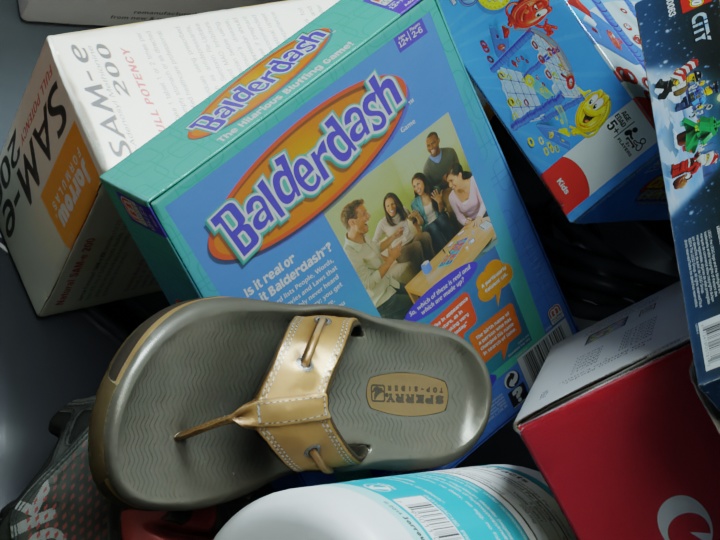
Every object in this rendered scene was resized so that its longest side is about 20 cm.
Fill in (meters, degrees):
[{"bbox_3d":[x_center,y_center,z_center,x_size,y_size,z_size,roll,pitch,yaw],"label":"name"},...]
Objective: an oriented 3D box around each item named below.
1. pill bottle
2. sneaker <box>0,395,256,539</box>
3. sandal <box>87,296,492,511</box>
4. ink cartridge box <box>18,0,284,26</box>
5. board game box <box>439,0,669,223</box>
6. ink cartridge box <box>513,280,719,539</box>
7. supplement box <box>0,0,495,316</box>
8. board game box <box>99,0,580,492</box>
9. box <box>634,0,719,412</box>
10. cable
[{"bbox_3d":[0.033,0.137,0.849,0.200,0.111,0.111,2,57,-53],"label":"pill bottle"},{"bbox_3d":[-0.105,0.138,0.837,0.098,0.071,0.201,4,76,27],"label":"sneaker"},{"bbox_3d":[-0.015,0.053,0.812,0.200,0.055,0.082,5,87,-40],"label":"sandal"},{"bbox_3d":[-0.079,-0.231,0.990,0.146,0.200,0.147,-1,61,-24],"label":"ink cartridge box"},{"bbox_3d":[0.103,-0.116,0.969,0.196,0.056,0.200,57,25,15],"label":"board game box"},{"bbox_3d":[0.146,0.118,0.834,0.200,0.084,0.176,61,16,-4],"label":"ink cartridge box"},{"bbox_3d":[-0.053,-0.057,0.943,0.200,0.126,0.074,-13,66,-30],"label":"supplement box"},{"bbox_3d":[0.000,0.000,0.884,0.152,0.045,0.200,-38,124,-19],"label":"board game box"},{"bbox_3d":[0.164,-0.004,0.821,0.137,0.038,0.200,46,31,-40],"label":"box"},{"bbox_3d":[0.135,-0.013,1.012,0.163,0.051,0.200,15,26,-40],"label":"cable"}]
